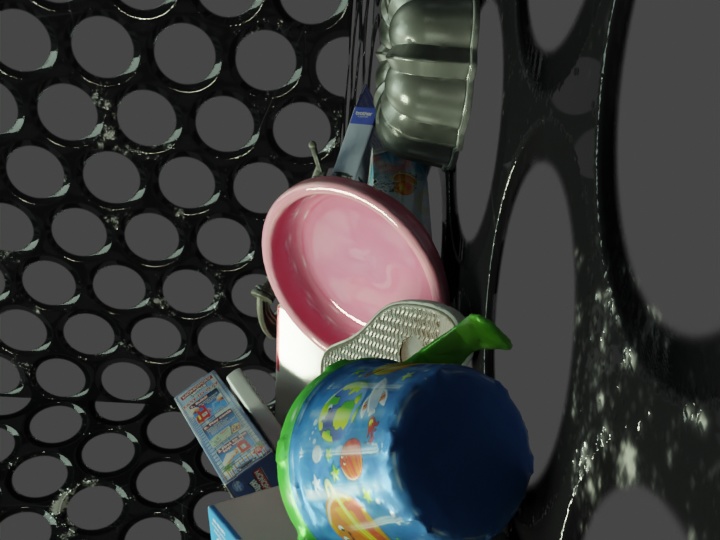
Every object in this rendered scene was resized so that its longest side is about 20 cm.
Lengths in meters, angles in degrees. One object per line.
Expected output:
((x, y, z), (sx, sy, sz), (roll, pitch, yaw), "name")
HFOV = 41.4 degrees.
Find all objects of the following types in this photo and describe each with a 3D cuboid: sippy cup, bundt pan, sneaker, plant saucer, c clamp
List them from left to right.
((-0.076, -0.025, 1.077), (0.171, 0.027, 0.204), (51, -121, -71), "c clamp")
((0.000, 0.000, 0.885), (0.051, 0.198, 0.204), (-44, -29, -44), "plant saucer")
((0.032, 0.113, 0.575), (0.130, 0.137, 0.182), (153, 120, -61), "sippy cup")
((0.046, 0.067, 0.805), (0.199, 0.083, 0.075), (-22, 72, 56), "sneaker")
((0.054, -0.195, 0.874), (0.202, 0.074, 0.207), (-177, 90, -86), "bundt pan")

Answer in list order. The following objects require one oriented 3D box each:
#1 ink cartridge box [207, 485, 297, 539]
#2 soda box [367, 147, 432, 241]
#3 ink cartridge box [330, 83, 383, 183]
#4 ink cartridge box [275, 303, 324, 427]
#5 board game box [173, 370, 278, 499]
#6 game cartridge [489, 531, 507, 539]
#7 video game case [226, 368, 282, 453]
((-0.066, 0.315, 0.833), (0.144, 0.083, 0.205), (22, 118, 59), "ink cartridge box")
((0.040, -0.039, 1.008), (0.069, 0.062, 0.203), (98, 173, -48), "soda box")
((0.008, -0.105, 1.138), (0.120, 0.041, 0.204), (53, -132, -56), "ink cartridge box")
((-0.024, 0.091, 1.140), (0.200, 0.083, 0.148), (-30, -55, -66), "ink cartridge box")
((-0.130, 0.216, 1.070), (0.200, 0.061, 0.202), (45, 163, 46), "board game box")
((0.072, 0.277, 0.564), (0.130, 0.037, 0.205), (-87, 2, -74), "game cartridge")
((-0.076, 0.225, 1.073), (0.201, 0.023, 0.183), (50, 166, 28), "video game case")
